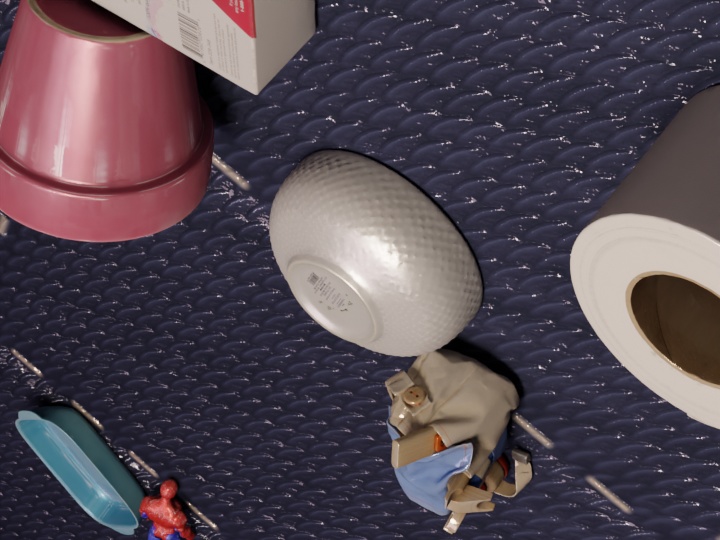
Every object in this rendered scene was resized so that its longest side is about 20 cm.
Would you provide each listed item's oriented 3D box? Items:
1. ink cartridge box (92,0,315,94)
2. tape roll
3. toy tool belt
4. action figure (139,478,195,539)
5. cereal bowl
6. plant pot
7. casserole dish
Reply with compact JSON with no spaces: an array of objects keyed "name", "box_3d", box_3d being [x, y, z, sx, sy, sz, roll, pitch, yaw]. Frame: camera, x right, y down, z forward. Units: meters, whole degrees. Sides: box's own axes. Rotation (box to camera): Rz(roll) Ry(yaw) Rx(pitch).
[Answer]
[{"name":"ink cartridge box","box_3d":[-0.135,-0.246,1.796,0.200,0.086,0.148,32,152,20]},{"name":"tape roll","box_3d":[0.259,-0.005,1.580,0.202,0.139,0.203,30,150,20]},{"name":"toy tool belt","box_3d":[0.071,0.165,2.067,0.124,0.123,0.200,22,151,25]},{"name":"action figure","box_3d":[-0.226,0.302,2.734,0.065,0.052,0.200,28,145,13]},{"name":"cereal bowl","box_3d":[0.000,0.000,1.979,0.200,0.083,0.200,31,152,19]},{"name":"plant pot","box_3d":[-0.215,-0.153,1.939,0.199,0.200,0.180,29,134,22]},{"name":"casserole dish","box_3d":[-0.319,0.224,2.753,0.121,0.039,0.200,-5,128,54]}]
